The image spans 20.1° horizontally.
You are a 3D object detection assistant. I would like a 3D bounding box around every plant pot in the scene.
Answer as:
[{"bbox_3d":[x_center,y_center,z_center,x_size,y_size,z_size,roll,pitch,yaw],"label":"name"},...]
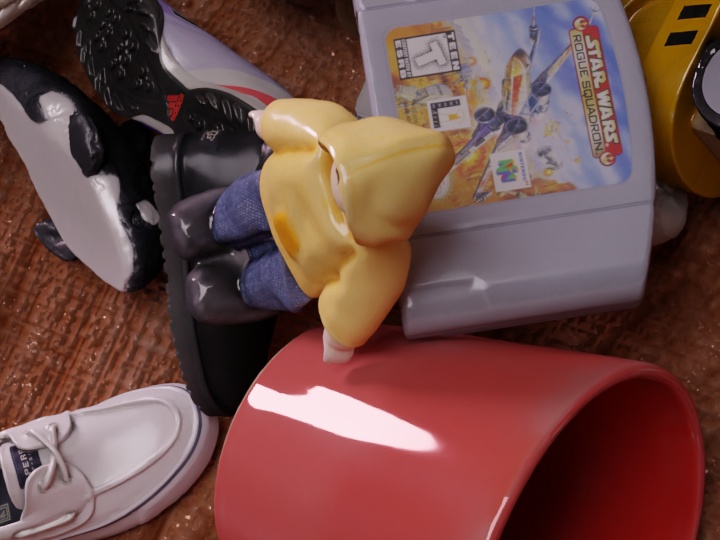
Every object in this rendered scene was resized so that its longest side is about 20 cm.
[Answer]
[{"bbox_3d":[0.040,0.116,0.972,0.177,0.200,0.202,18,79,37],"label":"plant pot"}]

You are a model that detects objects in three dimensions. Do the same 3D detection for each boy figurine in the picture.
[{"bbox_3d":[-0.020,-0.019,0.928,0.064,0.200,0.125,-13,87,-28],"label":"boy figurine"}]

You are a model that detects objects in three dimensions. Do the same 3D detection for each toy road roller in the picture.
[{"bbox_3d":[0.201,-0.133,1.022,0.145,0.123,0.201,23,82,38],"label":"toy road roller"}]

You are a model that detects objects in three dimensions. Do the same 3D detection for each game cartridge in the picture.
[{"bbox_3d":[0.071,-0.074,0.971,0.132,0.042,0.202,-10,72,4],"label":"game cartridge"}]

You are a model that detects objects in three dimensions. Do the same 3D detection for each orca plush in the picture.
[{"bbox_3d":[-0.160,-0.068,1.194,0.200,0.071,0.106,38,133,38],"label":"orca plush"}]

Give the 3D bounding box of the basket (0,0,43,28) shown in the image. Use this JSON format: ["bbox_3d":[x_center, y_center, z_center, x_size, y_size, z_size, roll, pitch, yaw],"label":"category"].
[{"bbox_3d":[-0.262,-0.239,1.172,0.199,0.162,0.198,-34,46,-21],"label":"basket"}]

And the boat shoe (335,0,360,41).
[{"bbox_3d":[0.074,-0.195,1.132,0.199,0.072,0.072,-33,32,21],"label":"boat shoe"}]

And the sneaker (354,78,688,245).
[{"bbox_3d":[0.083,-0.057,1.078,0.199,0.076,0.081,33,105,29],"label":"sneaker"}]

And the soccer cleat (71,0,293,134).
[{"bbox_3d":[-0.091,-0.104,1.161,0.200,0.073,0.069,42,115,33],"label":"soccer cleat"}]

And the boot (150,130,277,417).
[{"bbox_3d":[0.000,-0.001,1.058,0.198,0.066,0.166,-3,115,15],"label":"boot"}]

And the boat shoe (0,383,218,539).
[{"bbox_3d":[-0.173,0.117,1.116,0.199,0.065,0.074,-29,63,11],"label":"boat shoe"}]
